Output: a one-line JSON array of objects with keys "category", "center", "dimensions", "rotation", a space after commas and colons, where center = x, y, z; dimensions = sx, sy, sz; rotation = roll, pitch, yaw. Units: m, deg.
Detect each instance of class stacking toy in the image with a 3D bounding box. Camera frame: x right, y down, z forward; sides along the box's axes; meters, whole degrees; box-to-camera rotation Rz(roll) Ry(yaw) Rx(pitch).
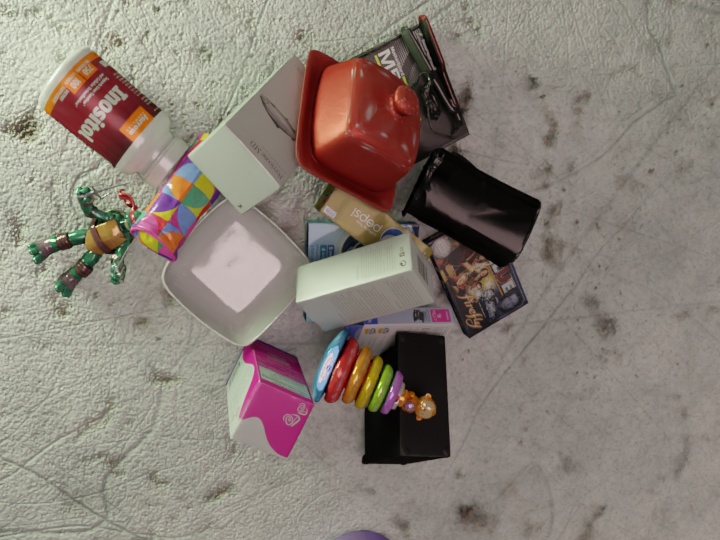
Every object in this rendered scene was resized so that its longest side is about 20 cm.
[{"category": "stacking toy", "center": [0.029, 0.185, 1.018], "dimensions": [0.197, 0.110, 0.118], "rotation": [25, 92, 3]}]

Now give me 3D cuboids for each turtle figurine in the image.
[{"category": "turtle figurine", "center": [-0.401, -0.047, 0.995], "dimensions": [0.197, 0.101, 0.152], "rotation": [-28, 93, 11]}]

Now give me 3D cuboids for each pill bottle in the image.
[{"category": "pill bottle", "center": [-0.359, -0.220, 0.957], "dimensions": [0.199, 0.113, 0.113], "rotation": [40, 92, -18]}]

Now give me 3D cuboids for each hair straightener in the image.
[{"category": "hair straightener", "center": [0.109, -0.301, 1.046], "dimensions": [0.076, 0.041, 0.203], "rotation": [-29, 113, -7]}]

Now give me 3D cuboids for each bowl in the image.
[{"category": "bowl", "center": [-0.204, -0.003, 1.064], "dimensions": [0.200, 0.075, 0.200], "rotation": [43, 91, -19]}]

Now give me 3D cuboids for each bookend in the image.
[{"category": "bookend", "center": [0.074, 0.236, 1.149], "dimensions": [0.090, 0.200, 0.203], "rotation": [6, 68, -18]}]

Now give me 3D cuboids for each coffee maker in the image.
[{"category": "coffee maker", "center": [0.179, -0.096, 1.042], "dimensions": [0.197, 0.192, 0.137], "rotation": [27, 106, -2]}]

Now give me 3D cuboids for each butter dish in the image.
[{"category": "butter dish", "center": [0.022, -0.219, 0.931], "dimensions": [0.197, 0.146, 0.204], "rotation": [23, 63, -38]}]

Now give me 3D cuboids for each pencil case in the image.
[{"category": "pencil case", "center": [-0.261, -0.112, 0.976], "dimensions": [0.088, 0.088, 0.202], "rotation": [40, 63, -18]}]

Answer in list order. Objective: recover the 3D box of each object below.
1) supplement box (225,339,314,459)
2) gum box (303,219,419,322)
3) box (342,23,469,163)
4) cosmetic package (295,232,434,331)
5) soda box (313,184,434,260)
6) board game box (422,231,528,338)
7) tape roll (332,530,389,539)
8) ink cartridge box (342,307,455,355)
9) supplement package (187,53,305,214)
[{"category": "supplement box", "center": [-0.154, 0.203, 1.057], "dimensions": [0.102, 0.200, 0.103], "rotation": [26, 97, -17]}, {"category": "gum box", "center": [0.000, 0.000, 1.128], "dimensions": [0.195, 0.045, 0.174], "rotation": [-1, 103, -12]}, {"category": "box", "center": [0.062, -0.278, 1.077], "dimensions": [0.190, 0.048, 0.203], "rotation": [-26, 108, -5]}, {"category": "cosmetic package", "center": [0.007, 0.022, 1.012], "dimensions": [0.196, 0.072, 0.102], "rotation": [-16, 142, 20]}, {"category": "soda box", "center": [0.022, -0.068, 1.059], "dimensions": [0.199, 0.068, 0.064], "rotation": [37, 92, -17]}, {"category": "board game box", "center": [0.213, 0.003, 1.183], "dimensions": [0.134, 0.035, 0.203], "rotation": [-29, 107, -6]}, {"category": "tape roll", "center": [-0.002, 0.618, 1.260], "dimensions": [0.196, 0.066, 0.205], "rotation": [-3, 104, -12]}, {"category": "ink cartridge box", "center": [0.056, 0.108, 1.134], "dimensions": [0.195, 0.043, 0.120], "rotation": [-2, 148, -14]}, {"category": "supplement package", "center": [-0.138, -0.203, 0.960], "dimensions": [0.117, 0.116, 0.201], "rotation": [47, 50, -19]}]
